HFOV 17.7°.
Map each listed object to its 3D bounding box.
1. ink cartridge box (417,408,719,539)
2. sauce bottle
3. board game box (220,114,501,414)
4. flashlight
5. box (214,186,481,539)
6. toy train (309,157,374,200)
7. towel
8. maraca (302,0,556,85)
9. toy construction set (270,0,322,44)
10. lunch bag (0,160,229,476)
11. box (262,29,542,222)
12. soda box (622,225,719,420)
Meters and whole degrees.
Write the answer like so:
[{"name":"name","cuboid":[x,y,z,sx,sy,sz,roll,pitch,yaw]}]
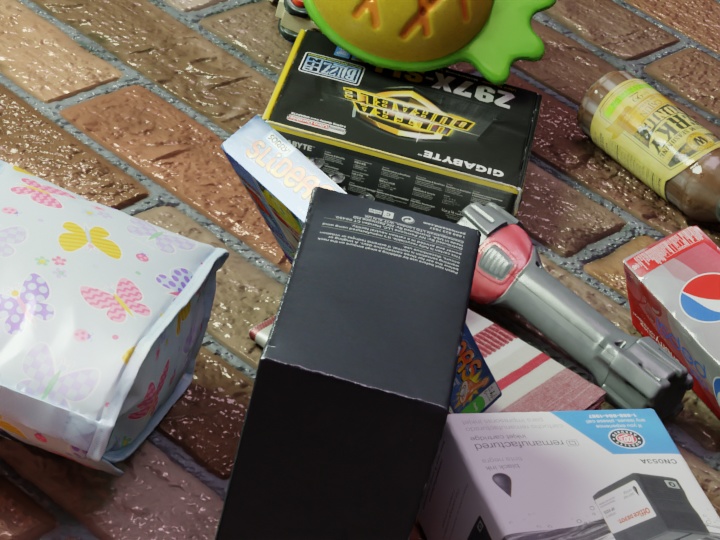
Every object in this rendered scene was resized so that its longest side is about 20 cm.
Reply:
[{"name":"ink cartridge box","cuboid":[0.135,0.174,1.331,0.144,0.084,0.200,1,35,-21]},{"name":"sauce bottle","cuboid":[0.252,-0.081,1.781,0.064,0.065,0.200,-15,43,-38]},{"name":"board game box","cuboid":[0.000,0.000,1.467,0.034,0.136,0.200,-40,52,-9]},{"name":"flashlight","cuboid":[0.138,0.033,1.570,0.068,0.068,0.200,-30,57,-35]},{"name":"box","cuboid":[-0.012,0.091,1.291,0.103,0.201,0.183,15,33,1]},{"name":"toy train","cuboid":[-0.003,-0.029,1.605,0.046,0.034,0.200,-27,37,-21]},{"name":"towel","cuboid":[0.044,0.067,1.515,0.199,0.023,0.144,32,39,28]},{"name":"maraca","cuboid":[0.051,-0.214,1.767,0.198,0.138,0.107,15,-12,-4]},{"name":"toy construction set","cuboid":[0.000,-0.227,1.874,0.199,0.092,0.132,15,56,14]},{"name":"lunch bag","cuboid":[-0.193,0.038,1.373,0.168,0.128,0.200,21,23,5]},{"name":"box","cuboid":[0.031,-0.106,1.746,0.198,0.050,0.160,16,31,2]},{"name":"soda box","cuboid":[0.257,0.058,1.550,0.063,0.070,0.200,-28,47,-11]}]
